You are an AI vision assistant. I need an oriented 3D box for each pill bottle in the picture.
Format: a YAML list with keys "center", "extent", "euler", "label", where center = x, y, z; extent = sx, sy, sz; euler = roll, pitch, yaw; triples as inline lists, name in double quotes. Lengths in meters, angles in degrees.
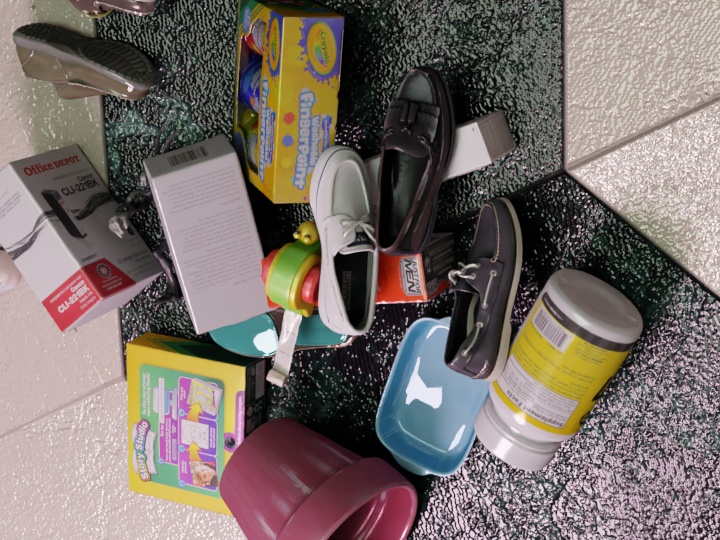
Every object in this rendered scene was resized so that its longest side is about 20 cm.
- center: [0.207, 0.109, 1.610]
  extent: [0.114, 0.114, 0.201]
  euler: [35, 117, 13]
  label: "pill bottle"

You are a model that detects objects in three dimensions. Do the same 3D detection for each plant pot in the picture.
- center: [-0.062, 0.274, 1.757]
  extent: [0.179, 0.199, 0.201]
  euler: [39, 118, 29]
  label: "plant pot"

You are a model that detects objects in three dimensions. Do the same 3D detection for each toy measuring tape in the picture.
- center: [-0.082, 0.041, 1.642]
  extent: [0.073, 0.074, 0.201]
  euler: [23, 110, 19]
  label: "toy measuring tape"

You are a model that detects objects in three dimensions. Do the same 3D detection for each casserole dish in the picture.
- center: [0.092, 0.140, 1.719]
  extent: [0.121, 0.039, 0.201]
  euler: [26, 115, 17]
  label: "casserole dish"

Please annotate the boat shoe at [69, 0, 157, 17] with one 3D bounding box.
- center: [-0.319, -0.334, 1.771]
  extent: [0.199, 0.072, 0.060]
  euler: [24, 119, 23]
  label: "boat shoe"

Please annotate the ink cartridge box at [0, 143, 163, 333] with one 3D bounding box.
- center: [-0.355, -0.043, 1.826]
  extent: [0.084, 0.144, 0.200]
  euler: [-38, 87, 28]
  label: "ink cartridge box"

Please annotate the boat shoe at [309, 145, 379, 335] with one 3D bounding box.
- center: [-0.007, -0.031, 1.583]
  extent: [0.065, 0.073, 0.202]
  euler: [-169, 72, -64]
  label: "boat shoe"

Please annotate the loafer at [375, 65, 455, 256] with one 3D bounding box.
- center: [0.052, -0.111, 1.557]
  extent: [0.071, 0.063, 0.201]
  euler: [12, 102, 26]
  label: "loafer"

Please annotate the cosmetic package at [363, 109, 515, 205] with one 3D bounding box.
- center: [0.062, -0.115, 1.637]
  extent: [0.199, 0.082, 0.051]
  euler: [-18, 95, 29]
  label: "cosmetic package"

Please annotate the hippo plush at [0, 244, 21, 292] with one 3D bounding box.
- center: [-0.559, 0.007, 1.930]
  extent: [0.200, 0.161, 0.160]
  euler: [-39, 86, 29]
  label: "hippo plush"

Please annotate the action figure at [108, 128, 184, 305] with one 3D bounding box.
- center: [-0.228, -0.061, 1.785]
  extent: [0.118, 0.102, 0.201]
  euler: [-3, 104, 38]
  label: "action figure"

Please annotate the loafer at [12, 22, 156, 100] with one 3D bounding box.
- center: [-0.330, -0.241, 1.808]
  extent: [0.199, 0.075, 0.070]
  euler: [22, 125, 24]
  label: "loafer"

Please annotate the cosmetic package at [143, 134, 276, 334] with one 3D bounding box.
- center: [-0.169, -0.041, 1.704]
  extent: [0.101, 0.071, 0.201]
  euler: [-18, 116, -10]
  label: "cosmetic package"

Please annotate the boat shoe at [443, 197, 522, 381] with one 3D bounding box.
- center: [0.128, 0.016, 1.611]
  extent: [0.073, 0.062, 0.202]
  euler: [166, 111, -66]
  label: "boat shoe"

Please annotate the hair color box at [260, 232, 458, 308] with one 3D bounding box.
- center: [0.000, 0.000, 1.689]
  extent: [0.199, 0.101, 0.062]
  euler: [-4, 101, 27]
  label: "hair color box"

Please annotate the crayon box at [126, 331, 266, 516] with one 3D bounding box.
- center: [-0.205, 0.191, 1.867]
  extent: [0.172, 0.058, 0.201]
  euler: [10, 108, 25]
  label: "crayon box"

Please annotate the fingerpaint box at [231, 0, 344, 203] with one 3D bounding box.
- center: [-0.084, -0.191, 1.640]
  extent: [0.167, 0.073, 0.201]
  euler: [-138, 49, -61]
  label: "fingerpaint box"

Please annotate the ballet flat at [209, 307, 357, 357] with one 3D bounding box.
- center: [-0.082, 0.064, 1.766]
  extent: [0.199, 0.067, 0.069]
  euler: [1, 109, 27]
  label: "ballet flat"
